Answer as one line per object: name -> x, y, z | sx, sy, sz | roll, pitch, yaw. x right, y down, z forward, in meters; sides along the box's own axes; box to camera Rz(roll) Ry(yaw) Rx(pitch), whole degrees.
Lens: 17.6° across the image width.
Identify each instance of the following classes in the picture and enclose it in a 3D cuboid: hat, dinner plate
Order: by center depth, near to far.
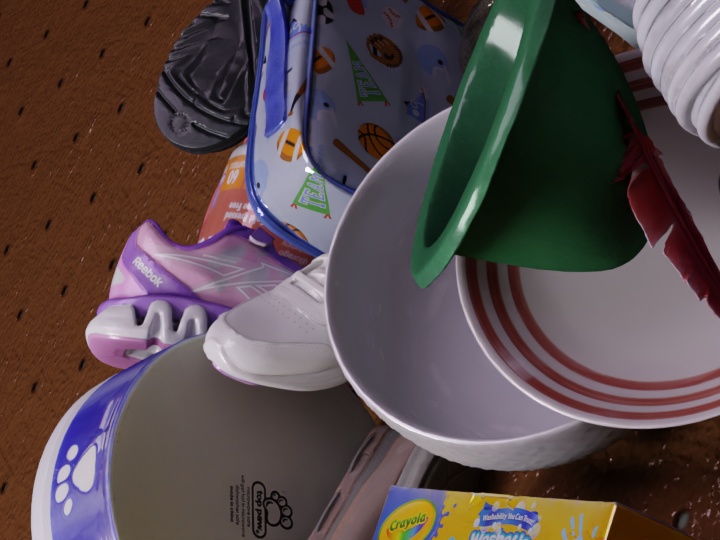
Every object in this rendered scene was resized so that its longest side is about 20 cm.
hat -> 0.129, -0.035, 1.055 | 0.166, 0.175, 0.201 | 126, 162, -69
dinner plate -> 0.141, -0.016, 1.081 | 0.199, 0.024, 0.202 | -10, 60, 19

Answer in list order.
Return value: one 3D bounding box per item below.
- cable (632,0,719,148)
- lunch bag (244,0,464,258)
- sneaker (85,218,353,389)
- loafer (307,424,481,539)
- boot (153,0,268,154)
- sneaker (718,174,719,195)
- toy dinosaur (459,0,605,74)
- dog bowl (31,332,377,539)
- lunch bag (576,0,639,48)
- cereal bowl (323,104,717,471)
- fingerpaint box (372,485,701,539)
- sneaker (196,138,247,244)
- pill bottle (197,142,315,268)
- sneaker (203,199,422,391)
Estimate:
cable -> 0.210, -0.124, 0.969 | 0.199, 0.200, 0.070 | -28, 72, 11
lunch bag -> 0.005, -0.089, 1.364 | 0.076, 0.160, 0.201 | -40, 35, 39
sneaker -> -0.055, 0.016, 1.337 | 0.081, 0.198, 0.089 | 117, 159, -68
loafer -> -0.008, 0.160, 1.208 | 0.063, 0.072, 0.200 | 9, 50, 37
boot -> -0.044, -0.137, 1.509 | 0.201, 0.076, 0.168 | -60, -20, -11
sneaker -> 0.231, -0.039, 0.950 | 0.199, 0.089, 0.079 | -17, 52, 42
toy dinosaur -> 0.089, -0.136, 1.349 | 0.102, 0.077, 0.201 | -37, 38, 32
dog bowl -> -0.072, 0.137, 1.253 | 0.079, 0.199, 0.201 | -29, 41, 47
lunch bag -> 0.179, -0.189, 1.177 | 0.171, 0.122, 0.200 | -59, 35, 7
cereal bowl -> 0.087, 0.012, 1.153 | 0.199, 0.083, 0.201 | -11, 58, 19
fingerpaint box -> 0.064, 0.192, 1.085 | 0.200, 0.073, 0.168 | -6, 62, 61
sneaker -> -0.078, -0.011, 1.582 | 0.201, 0.073, 0.087 | -68, 12, -17
pill bottle -> -0.058, 0.031, 1.428 | 0.112, 0.112, 0.201 | -11, 57, 59
sneaker -> 0.000, 0.000, 1.241 | 0.075, 0.199, 0.100 | 32, 131, 43
